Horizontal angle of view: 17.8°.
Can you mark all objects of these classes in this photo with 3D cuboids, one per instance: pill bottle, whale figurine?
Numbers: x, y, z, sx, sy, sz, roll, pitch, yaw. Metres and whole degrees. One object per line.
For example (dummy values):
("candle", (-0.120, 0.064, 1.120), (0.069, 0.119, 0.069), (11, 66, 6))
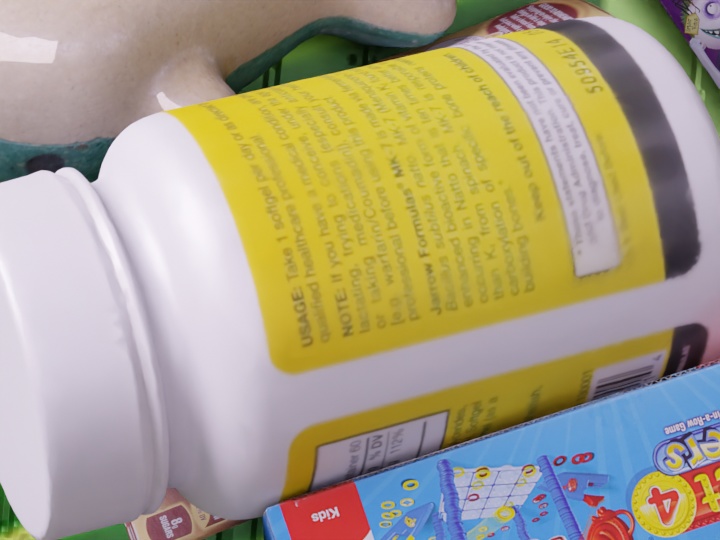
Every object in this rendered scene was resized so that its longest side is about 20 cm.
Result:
("pill bottle", (-0.006, 0.003, 0.637), (0.199, 0.114, 0.115), (-14, 95, -19))
("whale figurine", (-0.073, -0.083, 0.723), (0.199, 0.104, 0.159), (-9, 56, -28))

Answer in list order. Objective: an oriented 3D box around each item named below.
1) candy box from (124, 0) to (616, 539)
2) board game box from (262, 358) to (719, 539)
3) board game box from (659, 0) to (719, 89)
("candy box", (0.000, 0.000, 0.742), (0.200, 0.055, 0.116), (-21, 110, -6))
("board game box", (0.071, 0.086, 0.693), (0.195, 0.200, 0.056), (-17, 75, -7))
("board game box", (0.177, -0.151, 0.750), (0.200, 0.032, 0.120), (-34, 93, 17))
